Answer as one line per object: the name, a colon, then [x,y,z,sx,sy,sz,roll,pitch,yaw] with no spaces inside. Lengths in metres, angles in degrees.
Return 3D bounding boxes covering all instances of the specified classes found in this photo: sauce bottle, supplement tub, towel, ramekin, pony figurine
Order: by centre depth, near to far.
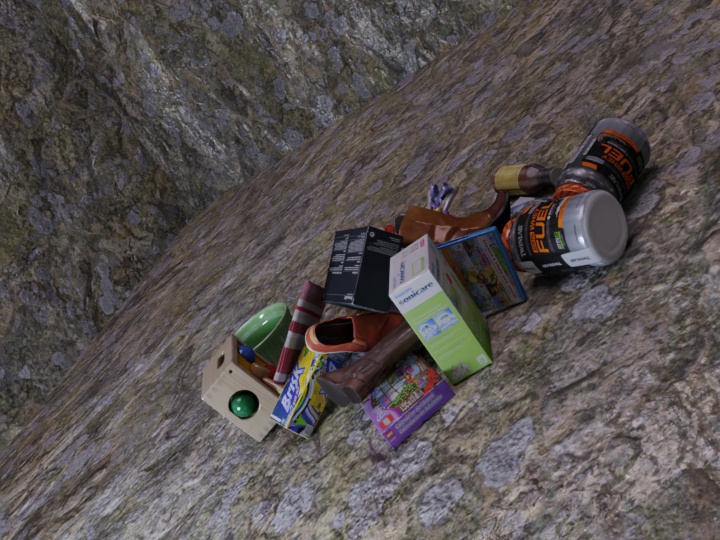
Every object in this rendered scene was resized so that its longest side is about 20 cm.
supplement tub: [0.340,-0.058,1.516,0.198,0.123,0.123,-14,30,52]
supplement tub: [0.427,-0.168,1.600,0.121,0.123,0.201,-11,34,54]
towel: [-0.112,0.126,1.745,0.144,0.022,0.205,32,-105,-74]
pony figurine: [0.152,-0.085,1.874,0.194,0.163,0.203,103,-174,-57]
sauce bottle: [0.355,-0.191,1.885,0.066,0.066,0.199,-44,22,-17]
ramekin: [-0.220,0.179,2.077,0.198,0.098,0.201,-34,19,14]

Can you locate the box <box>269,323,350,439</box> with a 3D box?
box: [-0.092,0.210,1.706,0.069,0.064,0.203,15,75,54]

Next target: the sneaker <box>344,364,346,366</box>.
sneaker: [-0.045,0.182,1.790,0.198,0.075,0.082,-31,29,26]

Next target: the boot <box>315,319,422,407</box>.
boot: [0.026,0.154,1.611,0.200,0.065,0.185,-44,19,-23]

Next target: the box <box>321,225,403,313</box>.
box: [0.000,0.000,1.673,0.199,0.077,0.145,180,105,-71]

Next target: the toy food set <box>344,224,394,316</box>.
toy food set: [0.019,0.003,1.843,0.200,0.048,0.202,153,135,-73]

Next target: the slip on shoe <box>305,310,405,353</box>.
slip on shoe: [-0.004,0.113,1.649,0.195,0.076,0.061,-6,-16,-10]

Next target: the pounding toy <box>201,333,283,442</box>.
pounding toy: [-0.212,0.240,1.834,0.143,0.183,0.200,-48,18,7]

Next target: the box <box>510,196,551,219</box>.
box: [0.290,-0.063,1.751,0.200,0.038,0.136,-43,19,-11]

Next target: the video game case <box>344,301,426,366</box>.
video game case: [0.056,0.125,1.705,0.197,0.019,0.144,-31,40,7]

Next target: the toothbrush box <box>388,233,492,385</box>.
toothbrush box: [0.134,0.064,1.508,0.085,0.201,0.146,-32,19,17]

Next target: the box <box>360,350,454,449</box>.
box: [0.070,0.212,1.543,0.136,0.039,0.200,-41,19,-3]

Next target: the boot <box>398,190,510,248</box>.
boot: [0.185,-0.097,1.735,0.196,0.069,0.191,10,55,23]

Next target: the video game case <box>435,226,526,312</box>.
video game case: [0.178,0.015,1.585,0.197,0.145,0.018,-17,19,30]
